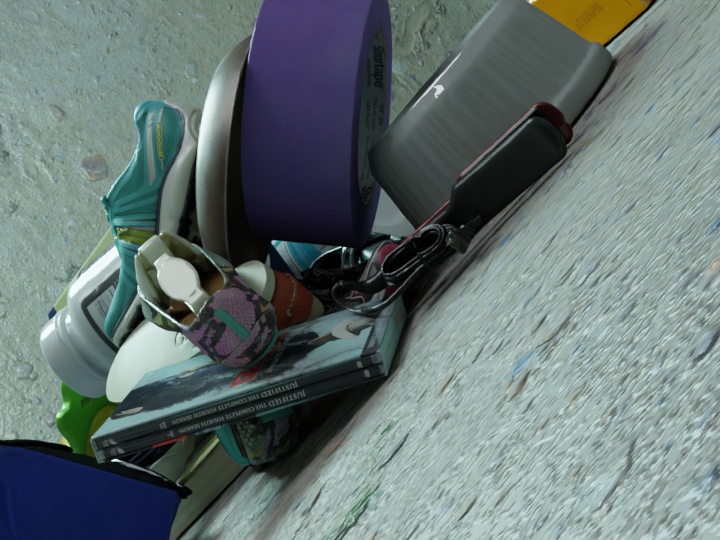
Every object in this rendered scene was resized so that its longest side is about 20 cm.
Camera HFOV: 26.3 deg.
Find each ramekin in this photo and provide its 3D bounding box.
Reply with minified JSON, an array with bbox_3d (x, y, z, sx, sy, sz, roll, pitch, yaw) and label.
[{"bbox_3d":[0.090,-0.116,1.161,0.203,0.094,0.202,-49,4,4],"label":"ramekin"}]

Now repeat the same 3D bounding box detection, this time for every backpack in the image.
[{"bbox_3d":[-0.239,0.216,1.173,0.200,0.161,0.169,151,140,-74],"label":"backpack"}]

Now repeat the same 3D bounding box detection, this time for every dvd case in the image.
[{"bbox_3d":[-0.069,0.069,1.029,0.198,0.022,0.146,-17,11,11],"label":"dvd case"}]

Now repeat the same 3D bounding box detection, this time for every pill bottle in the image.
[{"bbox_3d":[-0.027,-0.030,1.513,0.111,0.111,0.200,-52,5,-37],"label":"pill bottle"},{"bbox_3d":[-0.182,0.021,1.330,0.200,0.111,0.111,-39,7,20],"label":"pill bottle"}]

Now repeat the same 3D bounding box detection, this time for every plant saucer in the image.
[{"bbox_3d":[-0.092,-0.084,1.183,0.200,0.032,0.202,5,-90,-81],"label":"plant saucer"}]

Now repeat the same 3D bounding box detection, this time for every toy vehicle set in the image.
[{"bbox_3d":[-0.097,0.137,1.315,0.200,0.026,0.124,-47,5,28],"label":"toy vehicle set"}]

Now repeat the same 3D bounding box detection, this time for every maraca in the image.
[{"bbox_3d":[-0.232,0.176,1.409,0.106,0.202,0.137,-9,19,14],"label":"maraca"}]

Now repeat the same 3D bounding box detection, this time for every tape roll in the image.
[{"bbox_3d":[-0.030,-0.121,1.197,0.200,0.084,0.202,6,-90,-82],"label":"tape roll"}]

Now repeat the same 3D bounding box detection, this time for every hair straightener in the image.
[{"bbox_3d":[0.054,-0.033,1.015,0.199,0.041,0.077,-36,9,21],"label":"hair straightener"}]

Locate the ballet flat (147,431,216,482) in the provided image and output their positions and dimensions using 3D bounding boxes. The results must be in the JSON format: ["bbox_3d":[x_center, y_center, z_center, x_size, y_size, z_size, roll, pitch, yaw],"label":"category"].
[{"bbox_3d":[-0.144,0.130,1.325,0.201,0.069,0.069,-53,4,3],"label":"ballet flat"}]

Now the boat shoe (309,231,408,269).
[{"bbox_3d":[0.000,0.000,1.282,0.073,0.062,0.200,-47,4,-16],"label":"boat shoe"}]

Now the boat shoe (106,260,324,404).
[{"bbox_3d":[-0.115,0.057,1.158,0.199,0.062,0.072,-31,48,33],"label":"boat shoe"}]

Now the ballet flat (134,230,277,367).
[{"bbox_3d":[-0.120,0.012,1.068,0.069,0.071,0.200,-47,27,-8],"label":"ballet flat"}]

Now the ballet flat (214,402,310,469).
[{"bbox_3d":[-0.072,0.110,1.138,0.072,0.072,0.200,-49,4,-9],"label":"ballet flat"}]

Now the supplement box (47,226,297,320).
[{"bbox_3d":[-0.170,0.051,1.500,0.134,0.201,0.200,-29,-10,-42],"label":"supplement box"}]

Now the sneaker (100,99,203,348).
[{"bbox_3d":[-0.166,-0.037,1.212,0.077,0.079,0.202,-21,-49,-69],"label":"sneaker"}]

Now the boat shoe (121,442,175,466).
[{"bbox_3d":[-0.139,0.089,1.248,0.201,0.084,0.069,-60,-1,13],"label":"boat shoe"}]

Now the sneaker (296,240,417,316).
[{"bbox_3d":[-0.019,0.026,1.167,0.081,0.075,0.200,-51,5,-32],"label":"sneaker"}]

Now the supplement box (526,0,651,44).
[{"bbox_3d":[0.233,-0.281,1.291,0.200,0.073,0.126,-51,5,-26],"label":"supplement box"}]
